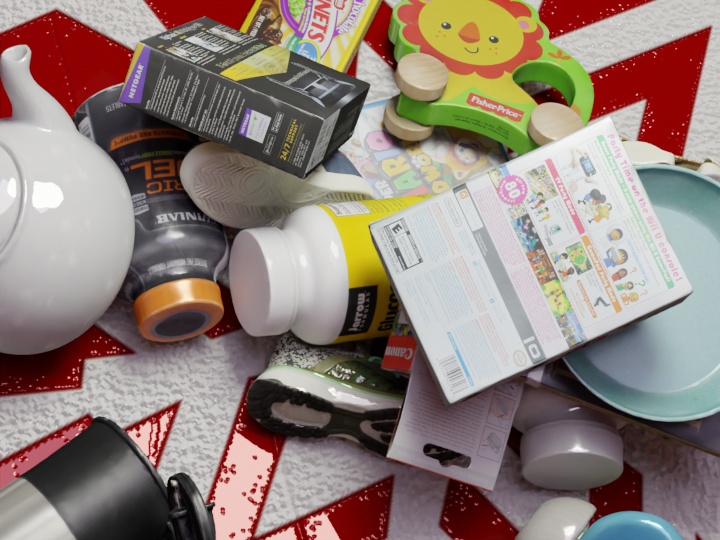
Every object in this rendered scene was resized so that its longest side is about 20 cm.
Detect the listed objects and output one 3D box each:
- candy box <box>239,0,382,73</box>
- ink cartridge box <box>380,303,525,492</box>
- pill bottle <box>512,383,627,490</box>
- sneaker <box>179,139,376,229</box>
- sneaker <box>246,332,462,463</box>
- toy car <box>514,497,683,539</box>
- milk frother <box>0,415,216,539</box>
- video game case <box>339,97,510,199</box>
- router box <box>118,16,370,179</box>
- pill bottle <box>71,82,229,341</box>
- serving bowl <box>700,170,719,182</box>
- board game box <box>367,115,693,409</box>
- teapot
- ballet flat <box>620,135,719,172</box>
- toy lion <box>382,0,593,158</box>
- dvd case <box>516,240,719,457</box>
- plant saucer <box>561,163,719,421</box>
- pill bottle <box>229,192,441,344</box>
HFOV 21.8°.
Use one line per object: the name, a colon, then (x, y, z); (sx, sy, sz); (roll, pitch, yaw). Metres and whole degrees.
candy box: (-0.046, -0.224, 1.679); (0.101, 0.026, 0.201); (23, 57, 2)
ink cartridge box: (0.078, 0.060, 1.461); (0.108, 0.050, 0.202); (21, 81, -29)
pill bottle: (0.169, 0.071, 1.529); (0.110, 0.111, 0.202); (5, 62, -8)
sneaker: (-0.079, -0.083, 1.530); (0.199, 0.075, 0.085); (15, 34, -48)
sneaker: (0.010, 0.093, 1.514); (0.198, 0.077, 0.089); (15, 50, -7)
toy car: (0.179, 0.263, 1.410); (0.175, 0.150, 0.200); (39, 62, 10)
milk frother: (-0.208, 0.212, 1.332); (0.188, 0.200, 0.181); (-35, 78, -24)
video game case: (0.034, -0.085, 1.635); (0.198, 0.018, 0.144); (-16, 68, -18)
router box: (-0.087, -0.142, 1.491); (0.156, 0.053, 0.200); (23, 16, 5)
pill bottle: (-0.167, -0.045, 1.525); (0.105, 0.106, 0.201); (-10, 66, -16)
serving bowl: (0.291, 0.021, 1.578); (0.199, 0.066, 0.202); (14, 69, -39)
board game box: (0.125, -0.005, 1.388); (0.199, 0.064, 0.149); (-24, 80, -1)
teapot: (-0.282, -0.032, 1.437); (0.196, 0.146, 0.201); (-28, 65, 20)
ballet flat: (0.279, -0.076, 1.653); (0.198, 0.065, 0.071); (12, 61, -5)
toy lion: (0.115, -0.182, 1.662); (0.198, 0.069, 0.192); (21, 48, 5)
dvd case: (0.234, 0.049, 1.470); (0.198, 0.016, 0.150); (21, 76, -5)
plant saucer: (0.231, 0.019, 1.449); (0.198, 0.036, 0.202); (2, 77, -10)
pill bottle: (0.000, 0.000, 1.513); (0.198, 0.113, 0.113); (-7, 64, -26)
